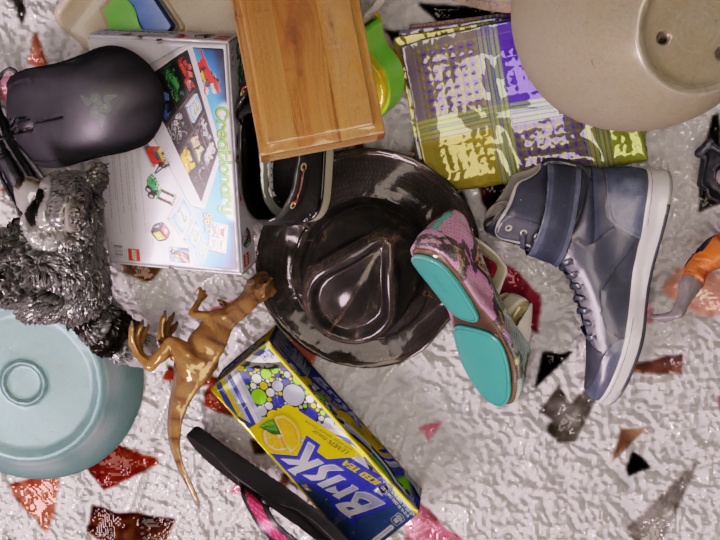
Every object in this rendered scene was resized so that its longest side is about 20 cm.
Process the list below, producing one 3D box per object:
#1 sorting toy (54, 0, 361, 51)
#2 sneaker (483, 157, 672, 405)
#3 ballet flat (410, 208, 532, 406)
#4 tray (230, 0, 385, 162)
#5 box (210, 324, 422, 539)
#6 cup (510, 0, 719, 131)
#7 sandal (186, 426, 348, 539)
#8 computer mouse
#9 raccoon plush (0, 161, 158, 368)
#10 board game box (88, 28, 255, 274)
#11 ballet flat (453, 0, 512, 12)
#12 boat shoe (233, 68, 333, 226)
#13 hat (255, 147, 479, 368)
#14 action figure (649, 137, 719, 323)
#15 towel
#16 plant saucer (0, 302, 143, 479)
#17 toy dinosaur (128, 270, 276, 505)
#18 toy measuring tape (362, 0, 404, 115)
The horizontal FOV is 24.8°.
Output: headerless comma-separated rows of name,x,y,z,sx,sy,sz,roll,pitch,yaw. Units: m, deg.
sorting toy,-0.129,-0.216,1.362,0.200,0.036,0.185,40,102,-5
sneaker,0.168,0.006,1.359,0.146,0.077,0.203,8,99,-6
ballet flat,0.104,0.029,1.367,0.071,0.069,0.200,-49,131,-25
tray,-0.048,-0.193,1.272,0.099,0.037,0.200,-11,85,-3
box,-0.036,0.148,1.420,0.070,0.064,0.200,-40,96,12
cup,0.231,-0.195,1.257,0.200,0.143,0.200,-3,105,-11
sandal,-0.079,0.209,1.413,0.200,0.075,0.045,33,70,17
computer mouse,-0.247,-0.121,1.342,0.200,0.053,0.139,-15,100,35
raccoon plush,-0.213,-0.012,1.358,0.134,0.097,0.200,-32,135,33
board game box,-0.156,-0.099,1.363,0.126,0.035,0.200,5,112,17
ballet flat,0.087,-0.244,1.321,0.200,0.067,0.068,2,96,4
boat shoe,-0.063,-0.135,1.312,0.074,0.063,0.202,4,99,35
hat,0.000,0.000,1.368,0.200,0.081,0.201,2,108,7
action figure,0.353,-0.017,1.330,0.200,0.105,0.194,23,96,-5
towel,0.134,-0.144,1.364,0.200,0.023,0.144,-7,101,6
plant saucer,-0.293,0.095,1.444,0.200,0.036,0.200,1,103,4
toy dinosaur,-0.142,0.080,1.365,0.106,0.060,0.200,23,84,30
toy measuring tape,0.020,-0.178,1.321,0.074,0.074,0.200,39,130,-4
